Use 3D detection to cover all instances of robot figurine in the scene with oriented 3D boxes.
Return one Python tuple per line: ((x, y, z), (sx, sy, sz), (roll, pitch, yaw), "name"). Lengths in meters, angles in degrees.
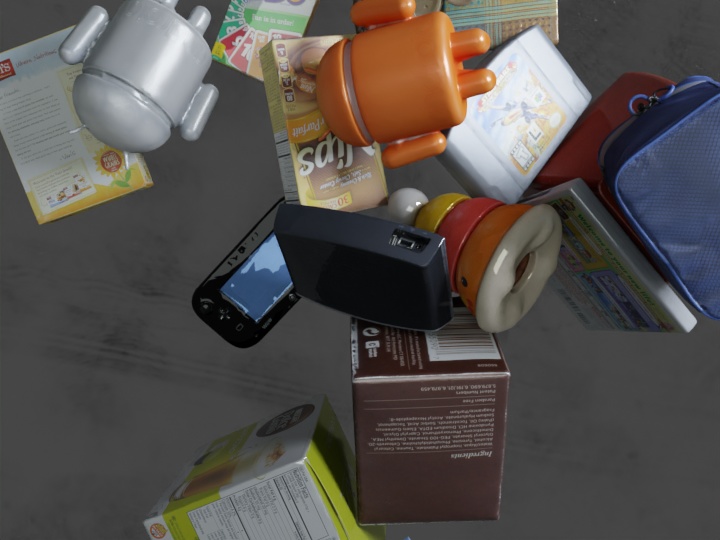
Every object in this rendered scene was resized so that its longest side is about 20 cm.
((0.038, -0.197, 0.686), (0.197, 0.118, 0.144), (-10, 142, 18), "robot figurine")
((-0.243, -0.217, 0.735), (0.168, 0.113, 0.202), (30, 77, -19), "robot figurine")

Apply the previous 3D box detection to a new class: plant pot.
((0.326, -0.094, 0.743), (0.200, 0.176, 0.200), (-42, 97, 5), "plant pot")

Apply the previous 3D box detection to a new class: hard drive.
((0.000, 0.000, 0.716), (0.198, 0.042, 0.136), (14, 140, 26), "hard drive")

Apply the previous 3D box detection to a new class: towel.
((0.163, -0.366, 0.780), (0.144, 0.022, 0.203), (-4, 100, 0), "towel")

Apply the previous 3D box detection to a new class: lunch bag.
((0.306, -0.076, 0.593), (0.135, 0.132, 0.201), (-35, 99, 21), "lunch bag")

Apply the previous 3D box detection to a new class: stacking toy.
((0.109, -0.036, 0.736), (0.199, 0.146, 0.147), (31, 99, 33), "stacking toy")

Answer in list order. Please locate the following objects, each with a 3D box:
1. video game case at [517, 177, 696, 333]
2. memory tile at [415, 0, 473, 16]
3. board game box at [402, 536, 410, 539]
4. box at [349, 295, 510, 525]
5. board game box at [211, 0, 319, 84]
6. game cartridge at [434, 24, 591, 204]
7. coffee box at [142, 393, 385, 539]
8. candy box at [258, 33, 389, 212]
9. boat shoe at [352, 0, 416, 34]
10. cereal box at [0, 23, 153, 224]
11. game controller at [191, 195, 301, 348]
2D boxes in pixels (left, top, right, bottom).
((0.257, -0.008, 0.755), (0.022, 0.182, 0.200), (-43, 97, -13), "video game case")
((0.041, -0.375, 0.727), (0.152, 0.017, 0.202), (-12, 116, 32), "memory tile")
((0.020, 0.479, 0.897), (0.199, 0.037, 0.152), (-31, 98, 5), "board game box")
((0.072, 0.157, 0.761), (0.162, 0.166, 0.202), (-2, 115, 0), "box")
((-0.098, -0.327, 0.781), (0.095, 0.030, 0.202), (23, 95, -4), "board game box")
((0.173, -0.178, 0.760), (0.133, 0.041, 0.201), (43, 76, -24), "game cartridge")
((-0.096, 0.299, 0.781), (0.196, 0.200, 0.202), (-24, 97, 7), "coffee box")
((-0.041, -0.165, 0.770), (0.114, 0.055, 0.203), (-14, 99, -24), "candy box")
((0.051, -0.242, 0.770), (0.071, 0.076, 0.202), (-19, 109, 19), "boat shoe")
((-0.354, -0.174, 0.794), (0.142, 0.040, 0.202), (-18, 97, 1), "cereal box")
((-0.115, 0.003, 0.822), (0.104, 0.042, 0.200), (43, 96, -6), "game controller")
